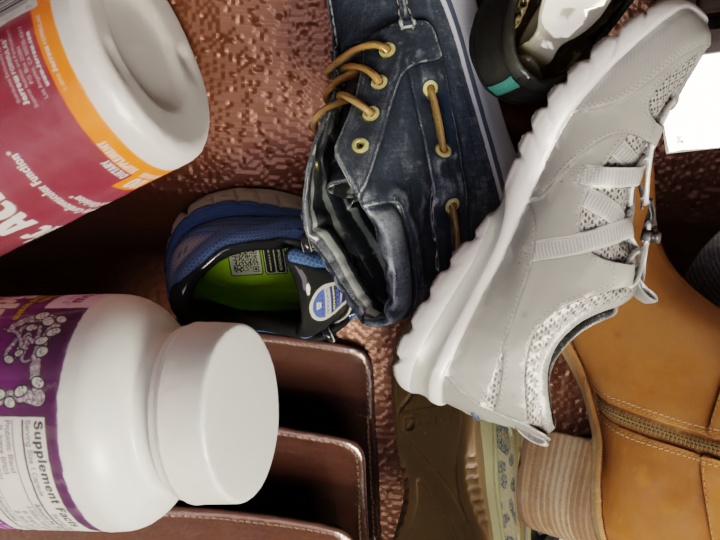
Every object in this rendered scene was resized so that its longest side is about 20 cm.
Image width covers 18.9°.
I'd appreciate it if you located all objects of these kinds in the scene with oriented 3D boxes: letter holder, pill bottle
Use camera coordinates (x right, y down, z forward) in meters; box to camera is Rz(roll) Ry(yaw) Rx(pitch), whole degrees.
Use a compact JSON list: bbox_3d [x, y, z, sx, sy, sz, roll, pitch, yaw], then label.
[{"bbox_3d":[-0.095,0.112,1.109,0.199,0.101,0.143,1,116,7],"label":"letter holder"},{"bbox_3d":[-0.182,-0.064,1.018,0.199,0.114,0.114,-25,112,19],"label":"pill bottle"},{"bbox_3d":[-0.145,0.067,1.022,0.199,0.112,0.113,-2,118,22],"label":"pill bottle"}]

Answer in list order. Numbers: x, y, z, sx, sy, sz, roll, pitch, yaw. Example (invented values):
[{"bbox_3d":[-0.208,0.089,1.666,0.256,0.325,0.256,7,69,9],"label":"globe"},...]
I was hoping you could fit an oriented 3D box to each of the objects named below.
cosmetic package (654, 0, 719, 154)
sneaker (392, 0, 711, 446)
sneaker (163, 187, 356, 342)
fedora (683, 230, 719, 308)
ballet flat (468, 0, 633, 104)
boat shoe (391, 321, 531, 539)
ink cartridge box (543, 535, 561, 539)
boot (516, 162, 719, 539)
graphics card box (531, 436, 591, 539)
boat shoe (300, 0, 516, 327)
[{"bbox_3d":[0.232,-0.100,0.959,0.199,0.083,0.051,-6,117,11],"label":"cosmetic package"},{"bbox_3d":[0.097,-0.019,0.910,0.082,0.075,0.201,32,95,11],"label":"sneaker"},{"bbox_3d":[0.000,0.000,1.041,0.199,0.089,0.079,-10,116,10],"label":"sneaker"},{"bbox_3d":[0.249,0.024,1.017,0.199,0.090,0.178,7,118,12],"label":"fedora"},{"bbox_3d":[0.118,-0.154,0.916,0.068,0.068,0.201,30,96,-9],"label":"ballet flat"},{"bbox_3d":[0.057,0.121,1.057,0.073,0.063,0.201,-4,83,43],"label":"boat shoe"},{"bbox_3d":[0.154,0.189,1.084,0.162,0.050,0.200,33,123,-8],"label":"ink cartridge box"},{"bbox_3d":[0.147,0.034,0.934,0.155,0.077,0.201,6,85,40],"label":"boot"},{"bbox_3d":[0.170,0.171,1.130,0.125,0.051,0.201,-18,113,17],"label":"graphics card box"},{"bbox_3d":[0.009,-0.077,0.959,0.071,0.091,0.201,-24,86,53],"label":"boat shoe"}]
